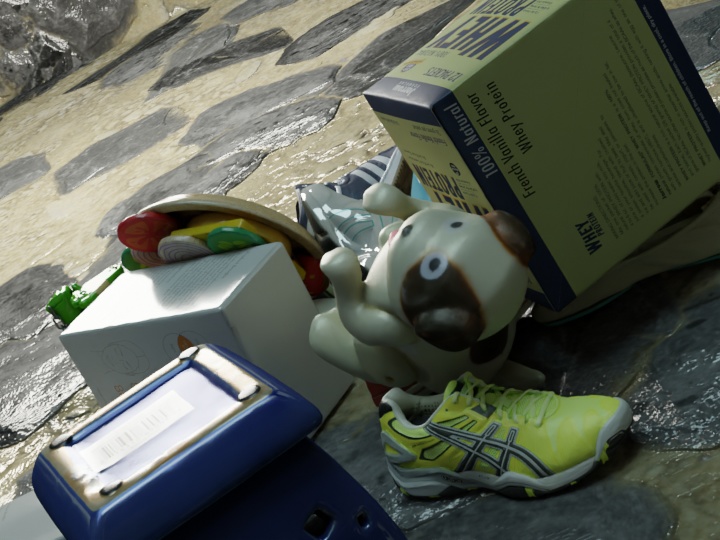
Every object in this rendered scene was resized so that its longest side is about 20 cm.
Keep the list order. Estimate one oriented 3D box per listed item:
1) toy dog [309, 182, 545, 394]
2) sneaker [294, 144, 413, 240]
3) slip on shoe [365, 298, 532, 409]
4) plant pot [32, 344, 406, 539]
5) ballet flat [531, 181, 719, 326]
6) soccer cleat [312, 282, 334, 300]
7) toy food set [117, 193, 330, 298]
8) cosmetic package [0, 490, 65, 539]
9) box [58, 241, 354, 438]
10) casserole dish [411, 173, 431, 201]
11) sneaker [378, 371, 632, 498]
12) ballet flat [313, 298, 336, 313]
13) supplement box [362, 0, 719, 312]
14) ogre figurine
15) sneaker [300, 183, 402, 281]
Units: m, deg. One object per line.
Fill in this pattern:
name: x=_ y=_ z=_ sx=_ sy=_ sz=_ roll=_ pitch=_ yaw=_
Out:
toy dog: x=0.058 y=0.025 z=1.135 sx=0.140 sy=0.194 sz=0.200 roll=-43 pitch=-8 yaw=-17
sneaker: x=-0.003 y=-0.084 z=1.622 sx=0.108 sy=0.070 sz=0.200 roll=3 pitch=35 yaw=18
slip on shoe: x=0.080 y=0.043 z=1.273 sx=0.200 sy=0.061 sz=0.074 roll=-37 pitch=2 yaw=-21
plant pot: x=-0.103 y=0.172 z=1.041 sx=0.200 sy=0.180 sz=0.200 roll=-34 pitch=24 yaw=-15
ballet flat: x=0.224 y=-0.020 z=1.257 sx=0.199 sy=0.070 sz=0.070 roll=-24 pitch=22 yaw=11
soccer cleat: x=0.000 y=0.000 z=1.450 sx=0.200 sy=0.081 sz=0.068 roll=-9 pitch=28 yaw=38
toy food set: x=-0.126 y=-0.008 z=1.402 sx=0.199 sy=0.198 sz=0.049 roll=-8 pitch=57 yaw=35
cosmetic package: x=-0.226 y=0.220 z=1.233 sx=0.199 sy=0.081 sz=0.113 roll=-24 pitch=22 yaw=6
box: x=-0.135 y=0.078 z=1.341 sx=0.199 sy=0.153 sz=0.106 roll=-10 pitch=27 yaw=36
casserole dish: x=0.107 y=-0.042 z=1.402 sx=0.200 sy=0.121 sz=0.039 roll=-120 pitch=49 yaw=-68
sneaker: x=0.097 y=0.114 z=1.095 sx=0.199 sy=0.077 sz=0.075 roll=-13 pitch=24 yaw=30
ballet flat: x=-0.055 y=0.057 z=1.414 sx=0.199 sy=0.062 sz=0.068 roll=-14 pitch=28 yaw=32
supplement box: x=0.151 y=-0.113 z=1.198 sx=0.200 sy=0.200 sz=0.134 roll=-39 pitch=22 yaw=-10
ogre figurine: x=-0.206 y=0.042 z=1.547 sx=0.200 sy=0.120 sz=0.098 roll=-29 pitch=26 yaw=1
sneaker: x=0.015 y=-0.027 z=1.358 sx=0.080 sy=0.071 sz=0.200 roll=-34 pitch=43 yaw=-13
